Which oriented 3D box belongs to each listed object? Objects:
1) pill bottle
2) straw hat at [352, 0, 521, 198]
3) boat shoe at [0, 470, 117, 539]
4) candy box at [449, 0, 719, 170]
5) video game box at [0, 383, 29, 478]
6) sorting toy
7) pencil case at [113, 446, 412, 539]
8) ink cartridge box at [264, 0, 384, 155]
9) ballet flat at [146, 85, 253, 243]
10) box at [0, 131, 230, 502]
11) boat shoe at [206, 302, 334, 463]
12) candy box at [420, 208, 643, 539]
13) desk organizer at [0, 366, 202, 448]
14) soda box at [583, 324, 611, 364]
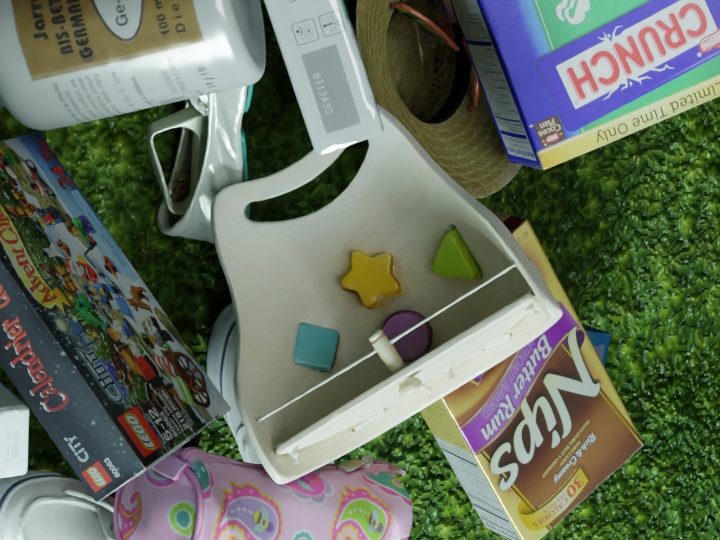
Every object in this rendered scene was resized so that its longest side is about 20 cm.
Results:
[{"bbox_3d":[-0.163,-0.142,1.169,0.200,0.114,0.115,-12,110,8],"label":"pill bottle"},{"bbox_3d":[0.031,-0.138,1.346,0.201,0.085,0.201,13,73,-48],"label":"straw hat"},{"bbox_3d":[-0.147,0.177,1.270,0.202,0.086,0.075,36,63,-50],"label":"boat shoe"},{"bbox_3d":[0.146,-0.186,1.299,0.169,0.077,0.200,-24,104,-7],"label":"candy box"},{"bbox_3d":[-0.302,0.073,1.122,0.182,0.200,0.047,-4,107,-30],"label":"video game box"},{"bbox_3d":[0.000,0.000,1.244,0.200,0.107,0.180,-32,82,12],"label":"sorting toy"},{"bbox_3d":[-0.055,0.151,1.260,0.200,0.087,0.088,8,96,-45],"label":"pencil case"},{"bbox_3d":[-0.037,-0.176,1.229,0.050,0.200,0.161,-17,112,4],"label":"ink cartridge box"},{"bbox_3d":[-0.099,-0.101,1.268,0.069,0.069,0.200,-15,128,-28],"label":"ballet flat"},{"bbox_3d":[-0.164,0.021,1.140,0.038,0.137,0.200,-35,89,18],"label":"box"},{"bbox_3d":[-0.046,0.115,1.366,0.073,0.065,0.200,-25,113,-24],"label":"boat shoe"},{"bbox_3d":[0.098,0.073,1.370,0.117,0.056,0.200,-40,119,-18],"label":"candy box"},{"bbox_3d":[-0.173,0.051,1.268,0.200,0.077,0.072,41,79,-31],"label":"desk organizer"},{"bbox_3d":[0.074,0.056,1.424,0.200,0.068,0.064,10,96,-32],"label":"soda box"}]
